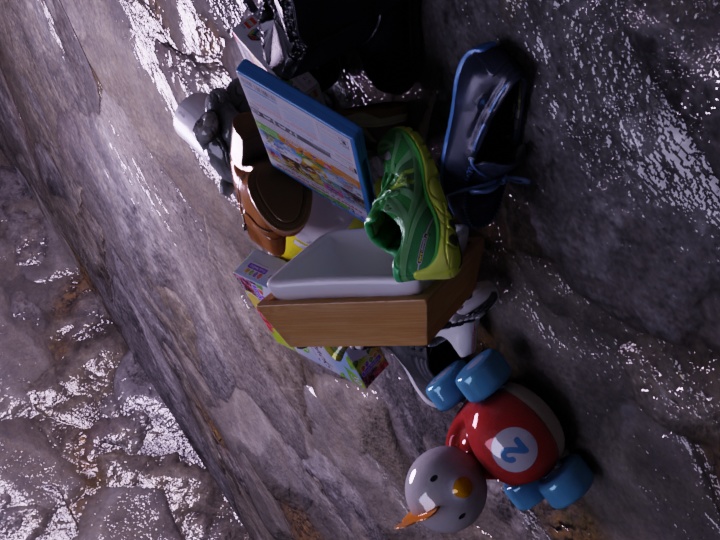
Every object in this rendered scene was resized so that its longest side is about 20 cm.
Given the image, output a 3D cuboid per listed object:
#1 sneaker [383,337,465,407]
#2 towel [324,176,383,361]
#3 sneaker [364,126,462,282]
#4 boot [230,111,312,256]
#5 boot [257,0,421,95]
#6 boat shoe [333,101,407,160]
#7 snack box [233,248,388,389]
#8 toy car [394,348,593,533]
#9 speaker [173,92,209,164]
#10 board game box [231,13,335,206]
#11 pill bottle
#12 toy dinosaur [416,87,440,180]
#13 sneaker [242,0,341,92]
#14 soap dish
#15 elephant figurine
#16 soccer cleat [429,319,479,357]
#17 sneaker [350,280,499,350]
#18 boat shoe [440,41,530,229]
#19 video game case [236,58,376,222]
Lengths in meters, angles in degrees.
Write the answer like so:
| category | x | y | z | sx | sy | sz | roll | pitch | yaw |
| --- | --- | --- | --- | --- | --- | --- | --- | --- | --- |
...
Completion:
| category | x | y | z | sx | sy | sz | roll | pitch | yaw |
| --- | --- | --- | --- | --- | --- | --- | --- | --- | --- |
| sneaker | 0.064 | 0.075 | 1.425 | 0.201 | 0.070 | 0.099 | 52 | 155 | 8 |
| towel | 0.000 | 0.000 | 1.280 | 0.086 | 0.018 | 0.202 | 48 | 119 | 36 |
| sneaker | 0.039 | -0.068 | 1.090 | 0.202 | 0.082 | 0.075 | -105 | 0 | -46 |
| boot | -0.108 | -0.069 | 1.330 | 0.201 | 0.076 | 0.157 | 55 | 155 | 39 |
| boot | -0.021 | -0.229 | 1.112 | 0.077 | 0.166 | 0.202 | 49 | 156 | 27 |
| boat shoe | -0.007 | -0.152 | 1.284 | 0.199 | 0.072 | 0.066 | -170 | 70 | -66 |
| snack box | -0.067 | 0.060 | 1.477 | 0.198 | 0.053 | 0.143 | 22 | 151 | 45 |
| toy car | 0.120 | 0.227 | 1.265 | 0.185 | 0.200 | 0.177 | 50 | 158 | -3 |
| speaker | -0.196 | -0.186 | 1.669 | 0.200 | 0.080 | 0.082 | 42 | 152 | 39 |
| board game box | -0.070 | -0.172 | 1.239 | 0.127 | 0.034 | 0.201 | 50 | 170 | 30 |
| pill bottle | -0.065 | -0.054 | 1.494 | 0.110 | 0.108 | 0.200 | 56 | 158 | 12 |
| toy dinosaur | 0.073 | -0.097 | 1.230 | 0.089 | 0.047 | 0.201 | 58 | 156 | 26 |
| sneaker | -0.099 | -0.309 | 1.309 | 0.139 | 0.077 | 0.203 | 35 | 146 | 46 |
| soap dish | 0.015 | 0.017 | 1.167 | 0.197 | 0.157 | 0.083 | -3 | 112 | 30 |
| elephant figurine | -0.114 | -0.161 | 1.470 | 0.198 | 0.143 | 0.155 | 25 | 168 | 34 |
| soccer cleat | 0.073 | 0.045 | 1.363 | 0.199 | 0.068 | 0.087 | 19 | 123 | 53 |
| sneaker | 0.062 | 0.033 | 1.261 | 0.198 | 0.075 | 0.083 | -16 | 82 | 35 |
| boat shoe | 0.118 | -0.111 | 1.062 | 0.068 | 0.084 | 0.202 | 40 | 152 | 35 |
| video game case | -0.049 | -0.125 | 1.150 | 0.142 | 0.018 | 0.201 | 32 | 165 | 17 |
